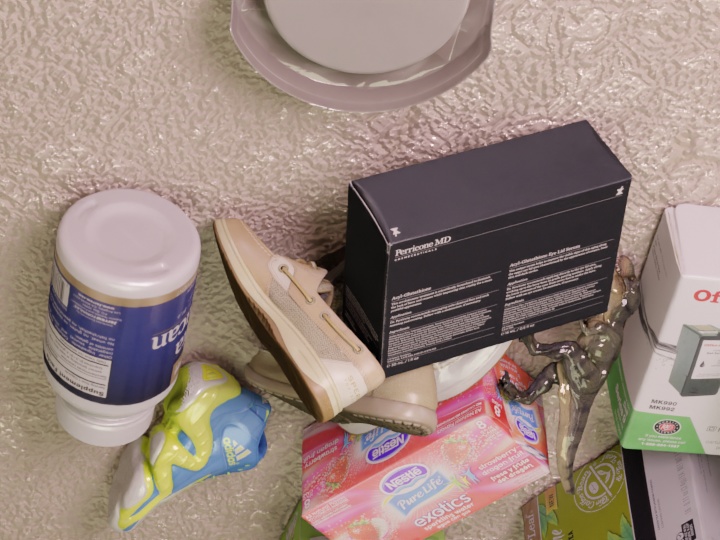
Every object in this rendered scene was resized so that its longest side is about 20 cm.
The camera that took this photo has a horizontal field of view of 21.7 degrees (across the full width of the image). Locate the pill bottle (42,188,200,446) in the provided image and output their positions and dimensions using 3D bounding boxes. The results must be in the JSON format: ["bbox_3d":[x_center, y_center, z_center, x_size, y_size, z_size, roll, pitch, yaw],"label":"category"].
[{"bbox_3d":[-0.192,0.043,1.477,0.110,0.111,0.201,8,133,-8],"label":"pill bottle"}]

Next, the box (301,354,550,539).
[{"bbox_3d":[0.052,0.154,1.592,0.199,0.103,0.095,-31,127,26],"label":"box"}]

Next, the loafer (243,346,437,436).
[{"bbox_3d":[-0.010,0.084,1.494,0.199,0.069,0.076,10,165,42],"label":"loafer"}]

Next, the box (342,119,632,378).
[{"bbox_3d":[0.092,-0.017,1.404,0.199,0.079,0.142,-15,139,-19],"label":"box"}]

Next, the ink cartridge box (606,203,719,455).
[{"bbox_3d":[0.294,0.053,1.513,0.145,0.084,0.201,4,133,-6],"label":"ink cartridge box"}]

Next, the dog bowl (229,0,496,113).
[{"bbox_3d":[0.004,-0.204,1.285,0.199,0.059,0.201,-1,133,-1],"label":"dog bowl"}]

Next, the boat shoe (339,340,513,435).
[{"bbox_3d":[0.040,0.069,1.533,0.199,0.071,0.069,-33,126,28],"label":"boat shoe"}]

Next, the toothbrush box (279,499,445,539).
[{"bbox_3d":[0.000,0.319,1.680,0.145,0.201,0.086,14,131,-15],"label":"toothbrush box"}]

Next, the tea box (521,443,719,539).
[{"bbox_3d":[0.259,0.266,1.633,0.133,0.201,0.196,34,124,-29],"label":"tea box"}]

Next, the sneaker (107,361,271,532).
[{"bbox_3d":[-0.143,0.168,1.619,0.105,0.076,0.200,20,129,-20],"label":"sneaker"}]

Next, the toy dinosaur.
[{"bbox_3d":[0.162,0.080,1.507,0.088,0.047,0.201,15,103,-6],"label":"toy dinosaur"}]

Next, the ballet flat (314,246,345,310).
[{"bbox_3d":[0.000,0.000,1.474,0.046,0.068,0.200,39,116,-21],"label":"ballet flat"}]

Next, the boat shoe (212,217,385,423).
[{"bbox_3d":[-0.050,0.027,1.427,0.065,0.200,0.072,-28,143,-11],"label":"boat shoe"}]
